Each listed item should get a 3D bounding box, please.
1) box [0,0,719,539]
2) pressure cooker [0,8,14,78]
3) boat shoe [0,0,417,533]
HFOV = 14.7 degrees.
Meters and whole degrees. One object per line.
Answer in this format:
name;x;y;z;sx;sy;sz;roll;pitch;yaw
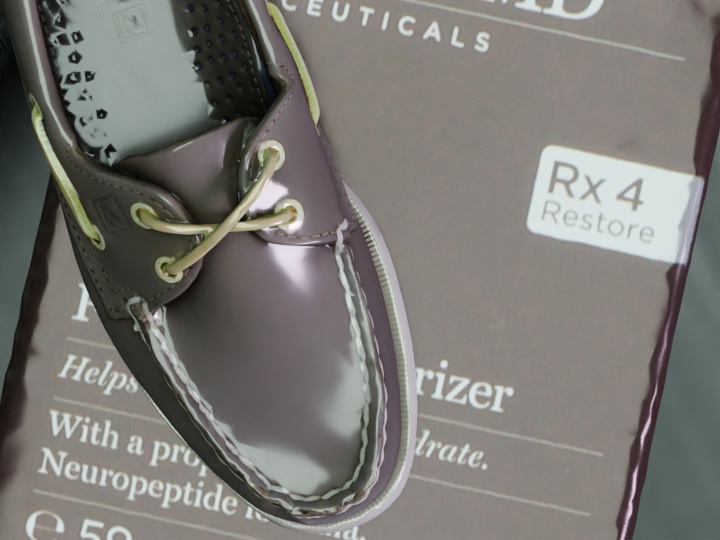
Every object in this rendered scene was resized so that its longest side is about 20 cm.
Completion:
box;0.000;0.000;0.767;0.166;0.164;0.200;12;90;1
pressure cooker;-0.197;-0.051;0.749;0.179;0.176;0.200;21;78;39
boat shoe;-0.041;-0.030;0.655;0.072;0.060;0.200;-20;89;1
